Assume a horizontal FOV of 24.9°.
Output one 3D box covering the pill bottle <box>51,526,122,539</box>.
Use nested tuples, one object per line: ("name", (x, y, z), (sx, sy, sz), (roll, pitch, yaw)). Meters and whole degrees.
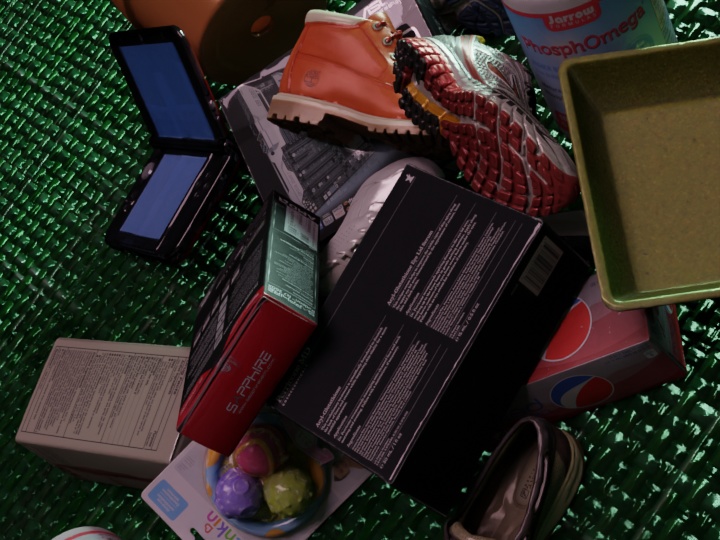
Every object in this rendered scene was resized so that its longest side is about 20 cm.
("pill bottle", (-0.174, 0.284, 1.228), (0.199, 0.109, 0.109), (29, 82, 47))

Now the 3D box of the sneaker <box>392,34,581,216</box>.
("sneaker", (0.101, -0.115, 1.160), (0.081, 0.079, 0.200), (-16, 45, -22))

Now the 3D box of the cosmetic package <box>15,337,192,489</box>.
("cosmetic package", (-0.182, 0.123, 1.357), (0.198, 0.087, 0.104), (3, 63, 42))

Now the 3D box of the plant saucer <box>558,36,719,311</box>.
("plant saucer", (0.245, -0.062, 1.099), (0.197, 0.048, 0.202), (-8, 60, 3))

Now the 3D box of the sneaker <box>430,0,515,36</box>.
("sneaker", (0.098, -0.251, 1.383), (0.198, 0.077, 0.086), (0, 59, 40))

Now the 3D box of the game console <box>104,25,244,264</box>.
("game console", (-0.195, -0.113, 1.467), (0.174, 0.118, 0.199), (-60, 25, -9))

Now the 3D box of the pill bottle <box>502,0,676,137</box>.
("pill bottle", (0.160, -0.196, 1.177), (0.108, 0.201, 0.110), (-17, 42, 16))

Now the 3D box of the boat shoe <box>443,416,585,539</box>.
("boat shoe", (0.083, 0.190, 1.106), (0.073, 0.065, 0.202), (14, 73, 42))

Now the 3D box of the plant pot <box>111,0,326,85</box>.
("plant pot", (-0.123, -0.267, 1.507), (0.200, 0.200, 0.141), (-41, 60, 10))

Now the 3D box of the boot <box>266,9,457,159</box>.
("boot", (0.028, -0.148, 1.275), (0.198, 0.075, 0.109), (14, 83, 23))

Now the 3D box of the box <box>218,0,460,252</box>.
("box", (-0.003, -0.123, 1.352), (0.199, 0.050, 0.159), (-31, 74, 21))

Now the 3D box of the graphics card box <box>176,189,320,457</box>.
("graphics card box", (-0.081, 0.035, 1.212), (0.126, 0.050, 0.200), (-57, 15, 19))

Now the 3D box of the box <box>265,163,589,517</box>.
("box", (0.046, 0.045, 1.132), (0.140, 0.079, 0.201), (27, 84, 42))

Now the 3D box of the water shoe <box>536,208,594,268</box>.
("water shoe", (0.119, 0.009, 1.211), (0.198, 0.071, 0.080), (-15, 81, 31))

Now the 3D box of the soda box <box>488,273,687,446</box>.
("soda box", (0.126, 0.066, 1.153), (0.198, 0.063, 0.071), (-23, 51, 28))

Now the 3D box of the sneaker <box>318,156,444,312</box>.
("sneaker", (0.000, 0.000, 1.270), (0.201, 0.078, 0.099), (-53, 4, 9))

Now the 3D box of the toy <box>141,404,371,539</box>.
("toy", (-0.061, 0.144, 1.224), (0.200, 0.115, 0.047), (-45, 0, 3))
